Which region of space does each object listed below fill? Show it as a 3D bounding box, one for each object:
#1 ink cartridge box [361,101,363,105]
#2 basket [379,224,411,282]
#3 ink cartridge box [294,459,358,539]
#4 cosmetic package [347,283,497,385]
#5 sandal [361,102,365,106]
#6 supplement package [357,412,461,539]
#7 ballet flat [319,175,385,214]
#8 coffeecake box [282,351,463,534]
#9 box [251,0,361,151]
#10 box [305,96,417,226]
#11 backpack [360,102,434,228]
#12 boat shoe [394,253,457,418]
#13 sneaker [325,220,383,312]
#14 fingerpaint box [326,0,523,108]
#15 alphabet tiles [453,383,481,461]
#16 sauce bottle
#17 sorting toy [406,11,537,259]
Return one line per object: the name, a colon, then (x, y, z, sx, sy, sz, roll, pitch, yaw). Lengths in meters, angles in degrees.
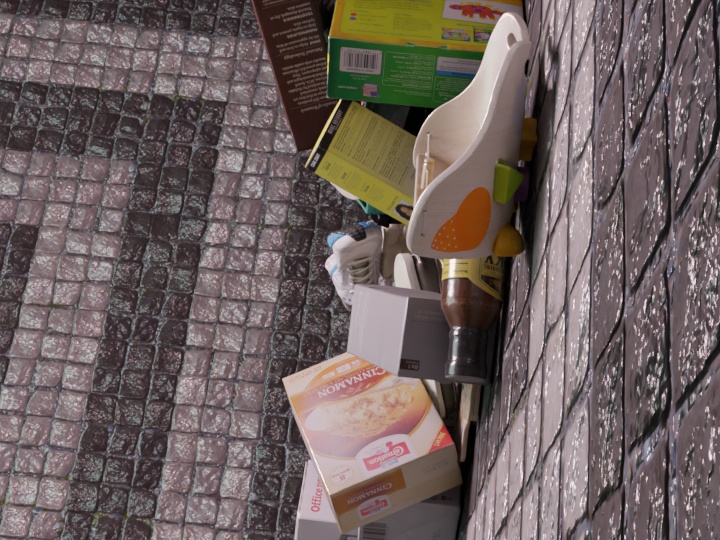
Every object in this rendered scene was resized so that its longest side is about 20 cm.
ink cartridge box: (0.093, -0.289, 1.707, 0.045, 0.173, 0.203, 93, -177, -81)
basket: (0.093, -0.083, 1.563, 0.124, 0.133, 0.203, -95, 10, -75)
ink cartridge box: (0.016, 0.333, 1.588, 0.148, 0.197, 0.087, -80, -3, -69)
cosmetic package: (0.062, 0.065, 1.275, 0.200, 0.105, 0.092, -177, 93, -72)
sandal: (0.052, -0.206, 1.469, 0.048, 0.199, 0.076, 48, 169, 45)
supplement package: (0.063, 0.245, 1.484, 0.201, 0.118, 0.122, -83, -2, -49)
ballet flat: (-0.009, -0.117, 1.330, 0.200, 0.069, 0.068, -136, 48, -55)
coffeecake box: (0.011, 0.186, 1.397, 0.201, 0.152, 0.074, -119, 10, -49)
box: (-0.059, -0.245, 1.313, 0.100, 0.074, 0.202, -74, -28, -64)
box: (0.048, -0.095, 1.229, 0.076, 0.198, 0.050, -66, 7, -31)
backpack: (0.071, -0.166, 1.389, 0.126, 0.165, 0.202, 39, 133, 37)
boat shoe: (0.091, 0.075, 1.428, 0.072, 0.059, 0.205, 138, 121, -70)
sneaker: (0.000, 0.000, 1.538, 0.200, 0.074, 0.088, 97, 159, -72)
fingerpaint box: (0.069, -0.239, 1.249, 0.168, 0.197, 0.074, -84, -1, -53)
alphabet tiles: (0.126, 0.115, 1.376, 0.200, 0.014, 0.199, 43, -127, -89)
sauce bottle: (0.110, 0.006, 1.159, 0.065, 0.064, 0.203, 91, -176, -80)
sorting toy: (0.110, -0.124, 1.033, 0.201, 0.105, 0.182, -81, 4, -64)
